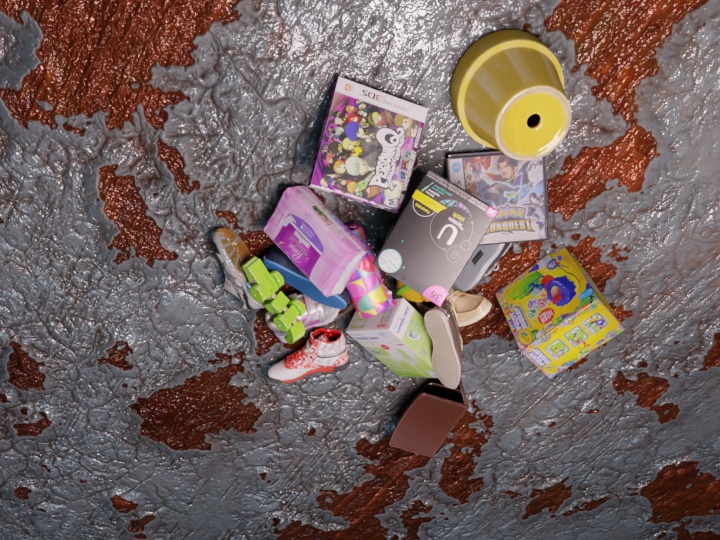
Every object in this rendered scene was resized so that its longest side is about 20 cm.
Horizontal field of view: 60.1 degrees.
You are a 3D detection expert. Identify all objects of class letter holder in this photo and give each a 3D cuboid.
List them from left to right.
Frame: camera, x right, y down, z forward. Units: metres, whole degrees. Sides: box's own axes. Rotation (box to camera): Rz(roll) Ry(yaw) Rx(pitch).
[{"bbox_3d":[0.160,0.361,1.588,0.141,0.101,0.201,17,122,-16],"label":"letter holder"}]

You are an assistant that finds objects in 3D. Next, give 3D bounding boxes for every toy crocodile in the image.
[{"bbox_3d":[-0.176,0.062,1.275,0.061,0.068,0.201,-13,117,48],"label":"toy crocodile"}]

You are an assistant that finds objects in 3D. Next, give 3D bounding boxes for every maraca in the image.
[{"bbox_3d":[0.156,-0.001,1.308,0.199,0.137,0.108,-34,88,33],"label":"maraca"}]

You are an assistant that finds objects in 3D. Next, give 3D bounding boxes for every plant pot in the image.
[{"bbox_3d":[0.272,-0.290,1.082,0.198,0.190,0.203,-4,126,-5],"label":"plant pot"}]

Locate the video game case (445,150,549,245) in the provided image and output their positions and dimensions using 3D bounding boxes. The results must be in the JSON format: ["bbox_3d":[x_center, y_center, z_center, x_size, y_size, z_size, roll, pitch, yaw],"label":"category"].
[{"bbox_3d":[0.272,-0.144,1.233,0.197,0.026,0.183,-4,95,-3],"label":"video game case"}]

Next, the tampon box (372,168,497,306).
[{"bbox_3d":[0.137,-0.061,1.160,0.149,0.126,0.201,31,97,4],"label":"tampon box"}]

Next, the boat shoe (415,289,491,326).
[{"bbox_3d":[0.193,0.075,1.357,0.199,0.074,0.069,-10,125,50],"label":"boat shoe"}]

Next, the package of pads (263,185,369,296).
[{"bbox_3d":[-0.087,-0.057,1.209,0.200,0.075,0.121,45,120,18],"label":"package of pads"}]

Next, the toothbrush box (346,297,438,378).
[{"bbox_3d":[0.091,0.155,1.401,0.145,0.087,0.200,-8,137,47],"label":"toothbrush box"}]

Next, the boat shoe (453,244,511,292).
[{"bbox_3d":[0.261,-0.024,1.344,0.068,0.074,0.200,-9,143,-36],"label":"boat shoe"}]

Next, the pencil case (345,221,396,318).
[{"bbox_3d":[0.000,0.000,1.291,0.088,0.089,0.201,-23,109,9],"label":"pencil case"}]

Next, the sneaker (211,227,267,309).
[{"bbox_3d":[-0.263,0.006,1.298,0.087,0.076,0.201,-15,118,30],"label":"sneaker"}]

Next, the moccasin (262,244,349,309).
[{"bbox_3d":[-0.104,0.005,1.286,0.199,0.069,0.081,32,147,-4],"label":"moccasin"}]

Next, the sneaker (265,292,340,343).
[{"bbox_3d":[-0.125,0.086,1.352,0.199,0.082,0.088,-35,146,16],"label":"sneaker"}]

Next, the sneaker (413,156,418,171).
[{"bbox_3d":[0.011,-0.201,1.202,0.198,0.074,0.085,-4,161,-14],"label":"sneaker"}]

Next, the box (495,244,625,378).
[{"bbox_3d":[0.429,0.088,1.363,0.192,0.201,0.122,-40,121,19],"label":"box"}]

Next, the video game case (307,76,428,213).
[{"bbox_3d":[0.014,-0.224,1.131,0.179,0.036,0.202,15,90,-16],"label":"video game case"}]

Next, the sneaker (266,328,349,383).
[{"bbox_3d":[-0.127,0.193,1.453,0.199,0.068,0.109,-9,125,-5],"label":"sneaker"}]

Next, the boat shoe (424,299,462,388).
[{"bbox_3d":[0.187,0.159,1.330,0.071,0.059,0.202,5,121,39],"label":"boat shoe"}]

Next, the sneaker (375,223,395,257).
[{"bbox_3d":[0.101,-0.088,1.280,0.076,0.080,0.201,34,95,-32],"label":"sneaker"}]
